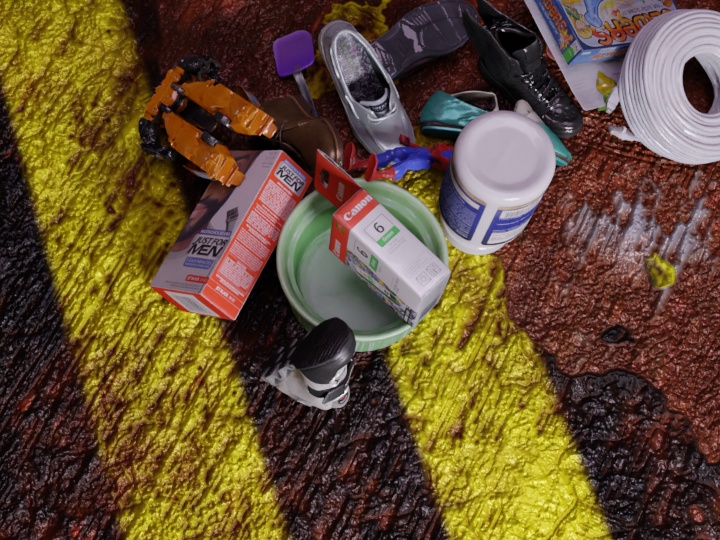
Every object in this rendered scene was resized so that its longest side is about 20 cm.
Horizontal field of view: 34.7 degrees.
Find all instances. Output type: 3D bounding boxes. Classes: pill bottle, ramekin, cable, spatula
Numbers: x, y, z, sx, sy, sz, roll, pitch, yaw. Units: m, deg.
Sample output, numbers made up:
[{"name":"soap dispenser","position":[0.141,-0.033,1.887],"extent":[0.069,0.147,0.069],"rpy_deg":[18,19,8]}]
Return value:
[{"name":"pill bottle","position":[0.153,-0.095,1.358],"extent":[0.116,0.200,0.116],"rpy_deg":[2,70,-4]},{"name":"ramekin","position":[0.000,0.000,1.370],"extent":[0.200,0.098,0.200],"rpy_deg":[1,71,-3]},{"name":"cable","position":[0.424,-0.235,1.460],"extent":[0.200,0.069,0.200],"rpy_deg":[21,81,-16]},{"name":"spatula","position":[-0.069,-0.219,1.480],"extent":[0.056,0.021,0.200],"rpy_deg":[-20,76,18]}]

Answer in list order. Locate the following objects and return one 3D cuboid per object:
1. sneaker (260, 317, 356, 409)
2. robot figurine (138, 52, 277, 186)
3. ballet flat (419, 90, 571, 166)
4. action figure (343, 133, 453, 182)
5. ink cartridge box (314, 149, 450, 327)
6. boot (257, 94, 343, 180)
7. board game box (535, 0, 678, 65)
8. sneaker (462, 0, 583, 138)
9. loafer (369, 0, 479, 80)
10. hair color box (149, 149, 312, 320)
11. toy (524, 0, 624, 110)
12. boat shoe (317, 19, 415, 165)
[{"name":"sneaker","position":[-0.036,0.111,1.282],"extent":[0.089,0.200,0.074],"rpy_deg":[42,67,-10]},{"name":"robot figurine","position":[-0.192,-0.182,1.399],"extent":[0.200,0.058,0.145],"rpy_deg":[37,93,44]},{"name":"ballet flat","position":[0.177,-0.188,1.459],"extent":[0.200,0.067,0.070],"rpy_deg":[14,84,3]},{"name":"action figure","position":[0.071,-0.139,1.407],"extent":[0.065,0.200,0.052],"rpy_deg":[26,112,40]},{"name":"ink cartridge box","position":[0.006,-0.034,1.271],"extent":[0.200,0.109,0.050],"rpy_deg":[43,73,11]},{"name":"boot","position":[-0.079,-0.156,1.381],"extent":[0.075,0.074,0.200],"rpy_deg":[-4,27,-25]},{"name":"board game box","position":[0.326,-0.341,1.506],"extent":[0.200,0.034,0.135],"rpy_deg":[-14,71,-31]},{"name":"sneaker","position":[0.209,-0.256,1.468],"extent":[0.200,0.104,0.060],"rpy_deg":[42,73,11]},{"name":"loafer","position":[0.061,-0.289,1.496],"extent":[0.200,0.063,0.072],"rpy_deg":[-32,92,-17]},{"name":"hair color box","position":[-0.153,-0.046,1.367],"extent":[0.064,0.111,0.200],"rpy_deg":[43,66,-36]},{"name":"toy","position":[0.277,-0.296,1.509],"extent":[0.115,0.047,0.200],"rpy_deg":[-18,73,-33]},{"name":"boat shoe","position":[0.010,-0.211,1.412],"extent":[0.070,0.072,0.201],"rpy_deg":[-31,112,-1]}]
